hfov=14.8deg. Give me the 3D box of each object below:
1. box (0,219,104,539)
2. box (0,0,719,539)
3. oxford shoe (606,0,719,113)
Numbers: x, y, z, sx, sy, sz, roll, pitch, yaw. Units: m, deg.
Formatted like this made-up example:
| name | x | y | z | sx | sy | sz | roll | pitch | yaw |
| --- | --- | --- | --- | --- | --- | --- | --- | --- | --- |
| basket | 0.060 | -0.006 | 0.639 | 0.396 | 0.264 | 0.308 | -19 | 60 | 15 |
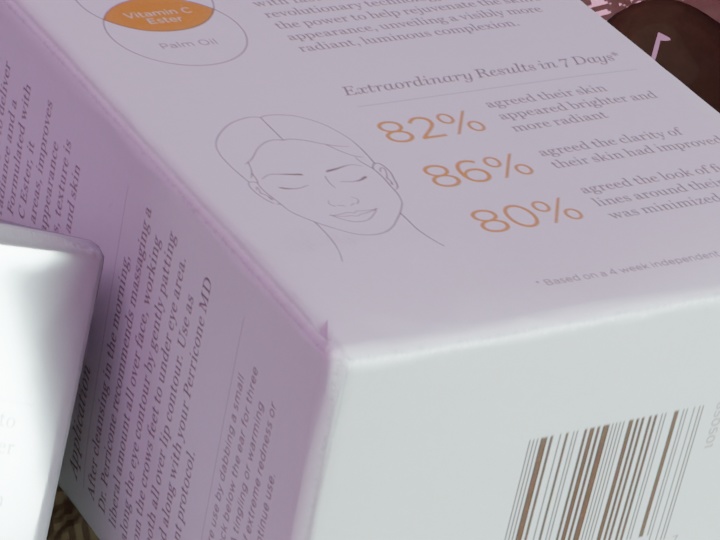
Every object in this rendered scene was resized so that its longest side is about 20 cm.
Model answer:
| name | x | y | z | sx | sy | sz | roll | pitch | yaw |
| --- | --- | --- | --- | --- | --- | --- | --- | --- | --- |
| box | -0.157 | 0.073 | 0.640 | 0.152 | 0.106 | 0.201 | 13 | 92 | 57 |
| box | 0.000 | 0.000 | 0.677 | 0.152 | 0.107 | 0.200 | -9 | 36 | -30 |
| oxford shoe | 0.109 | -0.007 | 0.744 | 0.073 | 0.084 | 0.200 | -20 | 56 | -2 |
